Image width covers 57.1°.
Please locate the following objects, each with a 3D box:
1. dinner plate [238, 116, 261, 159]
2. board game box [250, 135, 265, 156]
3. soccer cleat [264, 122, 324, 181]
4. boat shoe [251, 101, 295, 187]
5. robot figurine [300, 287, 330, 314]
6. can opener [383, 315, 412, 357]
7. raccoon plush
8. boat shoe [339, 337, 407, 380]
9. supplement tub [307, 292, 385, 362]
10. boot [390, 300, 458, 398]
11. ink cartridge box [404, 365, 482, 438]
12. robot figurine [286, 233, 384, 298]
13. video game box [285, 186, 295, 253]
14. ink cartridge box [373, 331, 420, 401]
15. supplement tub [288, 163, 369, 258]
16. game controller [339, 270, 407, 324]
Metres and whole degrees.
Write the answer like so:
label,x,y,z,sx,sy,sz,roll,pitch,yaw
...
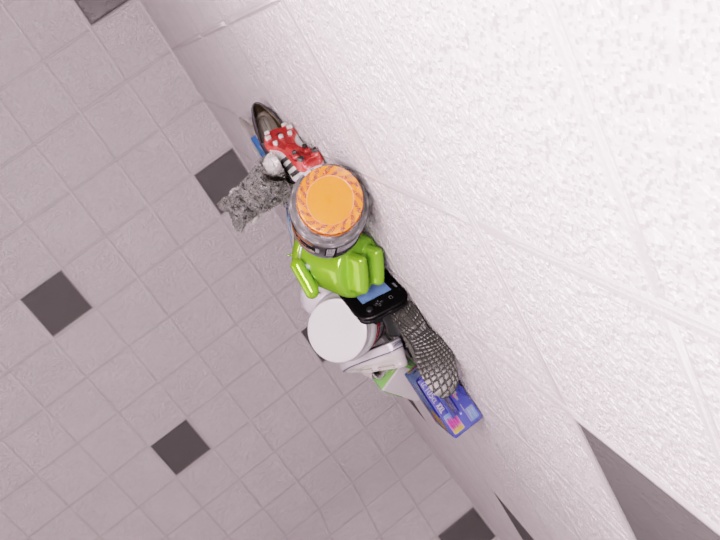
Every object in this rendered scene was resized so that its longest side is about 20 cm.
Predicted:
label,x,y,z,sx,sy,sz,roll,pitch,yaw
dinner plate,-0.268,-0.327,1.785,0.203,0.024,0.200,60,-177,-5
board game box,-0.190,-0.244,1.632,0.200,0.045,0.154,50,171,50
soccer cleat,-0.119,-0.203,1.203,0.200,0.068,0.087,42,155,47
boat shoe,-0.165,-0.250,1.305,0.202,0.071,0.065,59,-179,24
robot figurine,-0.072,0.074,1.602,0.167,0.115,0.200,23,168,37
can opener,0.083,0.111,1.393,0.202,0.065,0.054,65,-153,-46
raccoon plush,-0.206,-0.152,1.219,0.098,0.133,0.200,53,173,16
boat shoe,0.029,0.201,1.420,0.198,0.071,0.067,-28,84,43
supplement tub,-0.023,0.106,1.366,0.142,0.139,0.200,54,-166,3
boot,0.128,0.153,1.228,0.202,0.067,0.131,61,-178,27
ink cartridge box,0.168,0.253,1.341,0.138,0.076,0.200,55,172,1
robot figurine,-0.045,-0.022,1.209,0.197,0.174,0.118,18,125,40
video game box,-0.125,-0.107,1.380,0.201,0.046,0.186,-116,20,-59
ink cartridge box,0.066,0.196,1.538,0.144,0.085,0.200,25,-162,-44
supplement tub,-0.049,-0.089,1.012,0.124,0.121,0.200,54,173,2
game controller,0.010,0.030,1.251,0.200,0.103,0.043,47,167,52
